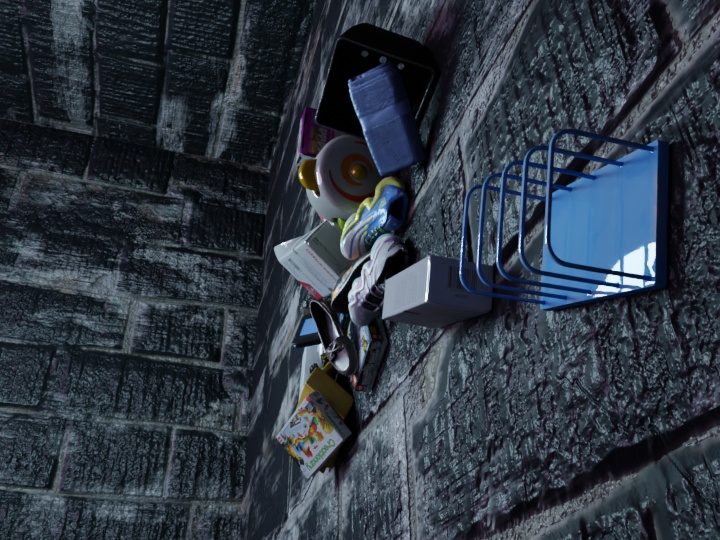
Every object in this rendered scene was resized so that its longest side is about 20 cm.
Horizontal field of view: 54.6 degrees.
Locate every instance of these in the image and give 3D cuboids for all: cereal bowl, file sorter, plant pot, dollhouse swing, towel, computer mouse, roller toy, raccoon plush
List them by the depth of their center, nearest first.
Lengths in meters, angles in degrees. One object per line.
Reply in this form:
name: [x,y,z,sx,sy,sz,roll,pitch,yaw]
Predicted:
file sorter: [0.197,-0.046,0.715,0.200,0.122,0.139,148,130,-72]
towel: [0.053,-0.291,1.346,0.112,0.049,0.200,-14,100,34]
plant pot: [0.037,-0.400,1.454,0.178,0.199,0.200,-77,7,-48]
roller toy: [-0.022,-0.201,1.531,0.183,0.200,0.140,-51,6,-19]
dollhouse swing: [-0.063,0.334,1.678,0.182,0.176,0.200,37,127,26]
computer mouse: [-0.096,0.194,1.776,0.110,0.044,0.200,85,-160,-65]
cereal bowl: [-0.126,-0.048,1.864,0.200,0.200,0.083,157,98,-73]
raccoon plush: [-0.117,0.074,1.950,0.200,0.097,0.134,124,159,-60]

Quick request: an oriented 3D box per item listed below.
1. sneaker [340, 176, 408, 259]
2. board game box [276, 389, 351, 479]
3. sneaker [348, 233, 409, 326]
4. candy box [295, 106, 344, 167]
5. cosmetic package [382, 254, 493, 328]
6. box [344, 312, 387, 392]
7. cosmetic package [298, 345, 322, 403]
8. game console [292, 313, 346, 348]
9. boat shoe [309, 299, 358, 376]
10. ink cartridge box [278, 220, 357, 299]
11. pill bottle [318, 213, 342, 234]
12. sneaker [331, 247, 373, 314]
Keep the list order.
sneaker: [0.030,-0.096,1.431,0.200,0.076,0.105,-59,28,14]
board game box: [-0.109,0.375,1.589,0.126,0.035,0.200,48,132,16]
sneaker: [0.039,0.035,1.351,0.140,0.078,0.200,-125,52,-67]
candy box: [-0.048,-0.299,1.667,0.061,0.200,0.137,128,149,-62]
cosmetic package: [0.110,0.037,1.048,0.200,0.101,0.074,140,139,-70]
box: [0.008,0.145,1.503,0.200,0.040,0.137,-105,26,-58]
cosmetic package: [-0.136,0.286,1.908,0.200,0.052,0.151,111,162,-67]
game console: [-0.081,0.086,1.667,0.200,0.170,0.119,-79,-24,-74]
boat shoe: [-0.064,0.142,1.492,0.067,0.057,0.200,-46,44,23]
ink cartridge box: [-0.092,-0.021,1.670,0.084,0.144,0.200,-48,10,-25]
pill bottle: [-0.041,-0.136,1.717,0.200,0.112,0.112,-118,39,-68]
sneaker: [0.000,0.000,1.486,0.200,0.070,0.090,-50,28,30]
